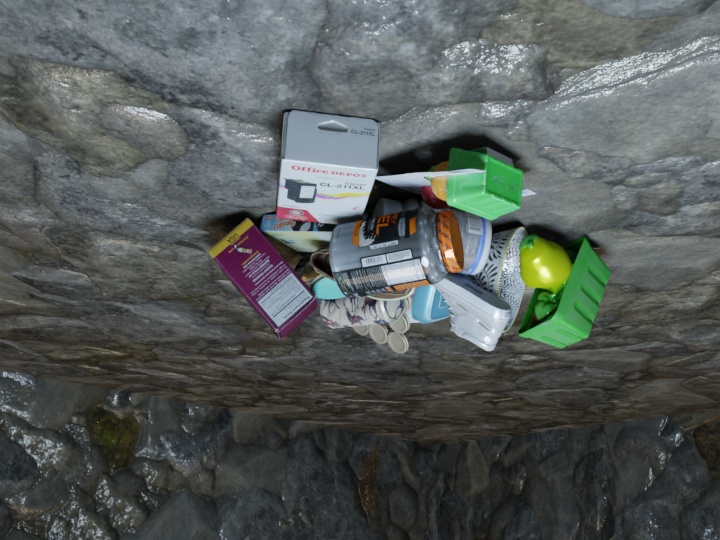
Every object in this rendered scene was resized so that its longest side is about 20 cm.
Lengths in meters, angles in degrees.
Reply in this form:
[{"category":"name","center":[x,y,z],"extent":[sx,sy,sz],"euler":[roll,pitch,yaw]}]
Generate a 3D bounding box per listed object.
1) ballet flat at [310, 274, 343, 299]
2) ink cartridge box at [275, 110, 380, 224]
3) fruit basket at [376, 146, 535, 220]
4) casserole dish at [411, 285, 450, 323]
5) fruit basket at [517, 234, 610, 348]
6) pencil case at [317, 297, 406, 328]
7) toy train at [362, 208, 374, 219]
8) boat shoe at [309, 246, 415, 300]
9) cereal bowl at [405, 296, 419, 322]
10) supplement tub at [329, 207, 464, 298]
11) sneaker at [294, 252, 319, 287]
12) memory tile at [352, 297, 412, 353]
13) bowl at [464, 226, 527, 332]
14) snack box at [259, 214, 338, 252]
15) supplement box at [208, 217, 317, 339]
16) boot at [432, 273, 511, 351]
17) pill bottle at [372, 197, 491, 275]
[{"category":"ballet flat","center":[0.000,0.000,1.404],"extent":[0.198,0.063,0.068],"euler":[-18,121,12]},{"category":"ink cartridge box","center":[-0.056,-0.152,1.157],"extent":[0.144,0.084,0.200],"euler":[5,159,-6]},{"category":"fruit basket","center":[0.149,-0.140,1.182],"extent":[0.184,0.095,0.199],"euler":[12,178,-44]},{"category":"casserole dish","center":[0.162,0.020,1.446],"extent":[0.120,0.203,0.039],"euler":[-11,-150,-43]},{"category":"fruit basket","center":[0.362,0.020,1.426],"extent":[0.213,0.219,0.155],"euler":[10,157,-18]},{"category":"pencil case","center":[0.004,0.063,1.455],"extent":[0.077,0.091,0.199],"euler":[-5,178,-43]},{"category":"toy train","center":[0.031,-0.066,1.433],"extent":[0.056,0.042,0.200],"euler":[4,161,24]},{"category":"boat shoe","center":[-0.001,0.006,1.309],"extent":[0.200,0.076,0.075],"euler":[13,-178,26]},{"category":"cereal bowl","center":[0.082,0.052,1.618],"extent":[0.197,0.085,0.200],"euler":[0,-171,0]},{"category":"supplement tub","center":[0.059,-0.030,1.191],"extent":[0.197,0.124,0.123],"euler":[-11,156,18]},{"category":"sneaker","center":[-0.079,-0.018,1.506],"extent":[0.075,0.088,0.199],"euler":[35,143,-27]},{"category":"memory tile","center":[0.021,0.075,1.518],"extent":[0.199,0.017,0.155],"euler":[23,129,34]},{"category":"bowl","center":[0.248,0.009,1.419],"extent":[0.093,0.203,0.201],"euler":[10,164,25]},{"category":"snack box","center":[-0.078,-0.068,1.383],"extent":[0.198,0.038,0.116],"euler":[3,163,38]},{"category":"supplement box","center":[-0.182,0.019,1.415],"extent":[0.103,0.200,0.131],"euler":[-40,174,-11]},{"category":"boot","center":[0.171,0.064,1.337],"extent":[0.199,0.097,0.073],"euler":[35,-153,32]},{"category":"pill bottle","center":[0.121,-0.063,1.318],"extent":[0.197,0.115,0.114],"euler":[10,158,-12]}]
